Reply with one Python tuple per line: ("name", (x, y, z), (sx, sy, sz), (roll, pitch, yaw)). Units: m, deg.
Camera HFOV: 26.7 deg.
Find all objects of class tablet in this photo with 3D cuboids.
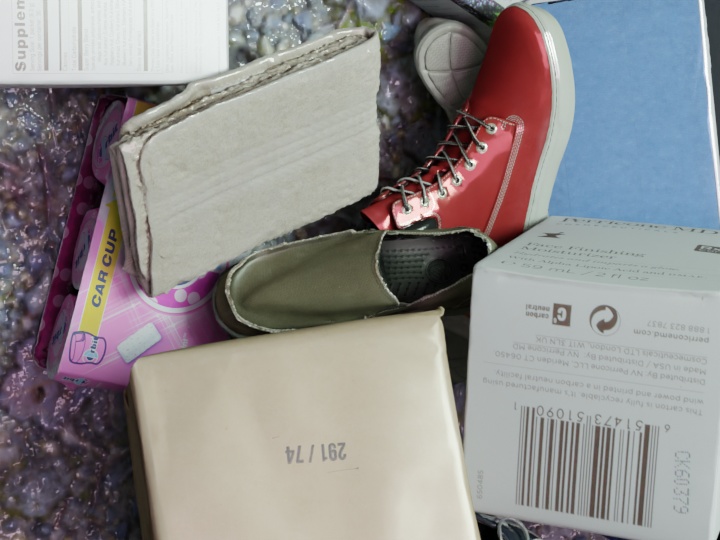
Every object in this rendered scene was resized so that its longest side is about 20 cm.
("tablet", (0.191, -0.104, 1.097), (0.130, 0.014, 0.200), (-6, 97, 10))

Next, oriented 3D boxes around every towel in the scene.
("towel", (-0.070, -0.072, 0.989), (0.200, 0.034, 0.133), (-26, 137, -27))

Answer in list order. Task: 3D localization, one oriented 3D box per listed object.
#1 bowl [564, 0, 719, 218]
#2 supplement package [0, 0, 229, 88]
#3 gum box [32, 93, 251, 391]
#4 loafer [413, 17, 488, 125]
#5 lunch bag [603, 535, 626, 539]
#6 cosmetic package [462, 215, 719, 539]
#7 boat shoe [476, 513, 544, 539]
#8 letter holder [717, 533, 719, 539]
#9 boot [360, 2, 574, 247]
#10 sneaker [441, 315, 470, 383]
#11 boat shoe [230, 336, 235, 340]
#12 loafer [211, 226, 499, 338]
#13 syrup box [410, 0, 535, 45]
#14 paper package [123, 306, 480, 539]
("bowl", (0.244, -0.139, 1.111), (0.200, 0.039, 0.201), (1, 98, 10))
("supplement package", (-0.197, -0.176, 0.965), (0.200, 0.121, 0.120), (-3, 98, -26))
("gum box", (-0.142, -0.009, 1.043), (0.113, 0.066, 0.200), (14, 90, -29))
("loafer", (0.104, -0.111, 1.158), (0.072, 0.063, 0.200), (-32, 114, 6))
("lunch bag", (0.232, 0.147, 1.210), (0.200, 0.132, 0.136), (6, 94, -40))
("cosmetic package", (0.174, 0.064, 1.007), (0.200, 0.165, 0.165), (-30, 124, -66))
("boat shoe", (0.095, 0.223, 1.193), (0.200, 0.062, 0.075), (31, 81, -27))
("letter holder", (0.345, 0.143, 1.165), (0.200, 0.142, 0.101), (-27, 146, -34))
("boot", (0.070, -0.086, 1.063), (0.144, 0.072, 0.200), (-10, 118, -33))
("sneaker", (0.041, 0.061, 1.148), (0.200, 0.076, 0.092), (28, 91, -19))
("boat shoe", (-0.035, 0.101, 1.094), (0.202, 0.075, 0.075), (67, 29, -44))
("loafer", (0.000, 0.000, 1.000), (0.200, 0.070, 0.075), (-11, 70, -6))
("syrup box", (0.063, -0.236, 1.111), (0.200, 0.079, 0.081), (29, 84, -26))
("paper package", (-0.036, 0.134, 0.941), (0.200, 0.103, 0.191), (-8, 79, -14))
